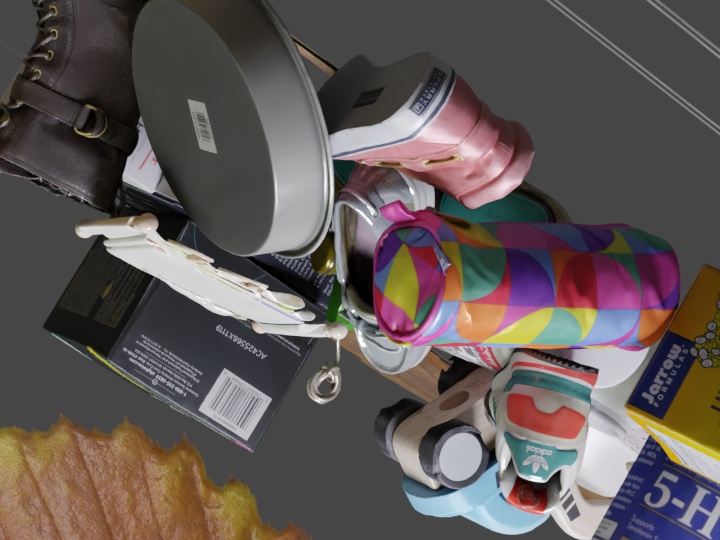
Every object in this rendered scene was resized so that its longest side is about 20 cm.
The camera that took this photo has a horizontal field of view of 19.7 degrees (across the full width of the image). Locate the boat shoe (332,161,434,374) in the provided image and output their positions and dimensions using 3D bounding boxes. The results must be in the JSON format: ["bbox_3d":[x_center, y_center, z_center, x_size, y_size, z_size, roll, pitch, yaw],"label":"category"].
[{"bbox_3d":[0.011,0.002,1.392,0.074,0.065,0.203,29,145,22],"label":"boat shoe"}]

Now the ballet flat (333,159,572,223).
[{"bbox_3d":[0.062,-0.050,1.407,0.199,0.071,0.071,26,172,31],"label":"ballet flat"}]

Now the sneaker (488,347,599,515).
[{"bbox_3d":[0.112,0.116,1.377,0.070,0.094,0.200,16,166,4],"label":"sneaker"}]

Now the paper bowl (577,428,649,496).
[{"bbox_3d":[0.203,0.136,1.943,0.200,0.105,0.201,31,174,3],"label":"paper bowl"}]

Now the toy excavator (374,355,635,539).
[{"bbox_3d":[0.133,0.156,1.581,0.100,0.194,0.201,18,137,61],"label":"toy excavator"}]

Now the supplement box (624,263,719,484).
[{"bbox_3d":[0.284,0.096,1.285,0.199,0.110,0.109,26,171,31],"label":"supplement box"}]

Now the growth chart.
[{"bbox_3d":[-0.103,0.007,1.437,0.199,0.018,0.144,30,165,-34],"label":"growth chart"}]

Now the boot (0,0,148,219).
[{"bbox_3d":[-0.214,-0.147,1.408,0.199,0.175,0.069,31,173,-10],"label":"boot"}]

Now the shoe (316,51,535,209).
[{"bbox_3d":[0.031,-0.080,1.271,0.091,0.072,0.200,37,168,-18],"label":"shoe"}]

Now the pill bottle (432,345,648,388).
[{"bbox_3d":[0.115,0.020,1.462,0.111,0.111,0.200,35,172,-32],"label":"pill bottle"}]

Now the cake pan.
[{"bbox_3d":[-0.086,-0.096,1.316,0.200,0.037,0.201,41,143,40],"label":"cake pan"}]

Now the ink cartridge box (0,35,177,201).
[{"bbox_3d":[-0.184,-0.136,1.608,0.199,0.116,0.068,22,171,47],"label":"ink cartridge box"}]

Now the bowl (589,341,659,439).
[{"bbox_3d":[0.182,0.067,1.597,0.200,0.091,0.201,30,174,4],"label":"bowl"}]

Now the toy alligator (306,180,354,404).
[{"bbox_3d":[0.000,0.000,1.488,0.059,0.201,0.054,10,180,-28],"label":"toy alligator"}]

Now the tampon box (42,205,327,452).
[{"bbox_3d":[-0.145,0.043,1.688,0.150,0.127,0.200,34,172,-21],"label":"tampon box"}]

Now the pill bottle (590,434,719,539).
[{"bbox_3d":[0.249,0.152,1.449,0.119,0.201,0.120,30,173,4],"label":"pill bottle"}]

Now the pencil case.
[{"bbox_3d":[0.102,0.006,1.281,0.199,0.089,0.088,5,-171,-33],"label":"pencil case"}]

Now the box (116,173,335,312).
[{"bbox_3d":[-0.104,-0.074,1.696,0.196,0.118,0.200,22,170,47],"label":"box"}]
